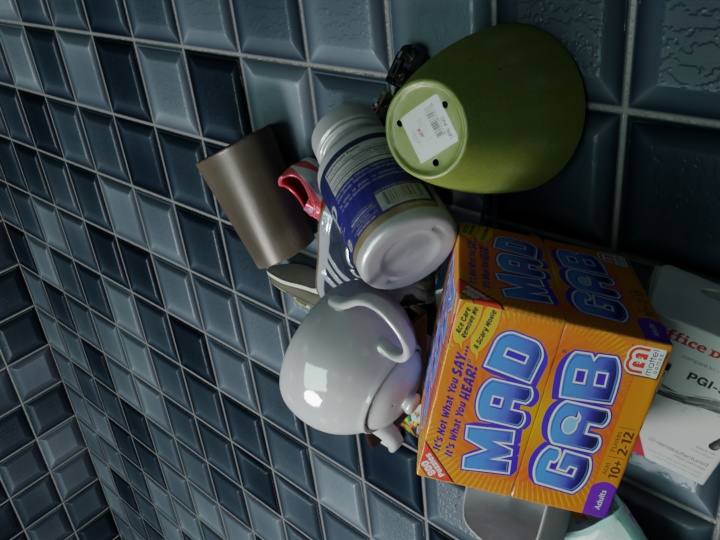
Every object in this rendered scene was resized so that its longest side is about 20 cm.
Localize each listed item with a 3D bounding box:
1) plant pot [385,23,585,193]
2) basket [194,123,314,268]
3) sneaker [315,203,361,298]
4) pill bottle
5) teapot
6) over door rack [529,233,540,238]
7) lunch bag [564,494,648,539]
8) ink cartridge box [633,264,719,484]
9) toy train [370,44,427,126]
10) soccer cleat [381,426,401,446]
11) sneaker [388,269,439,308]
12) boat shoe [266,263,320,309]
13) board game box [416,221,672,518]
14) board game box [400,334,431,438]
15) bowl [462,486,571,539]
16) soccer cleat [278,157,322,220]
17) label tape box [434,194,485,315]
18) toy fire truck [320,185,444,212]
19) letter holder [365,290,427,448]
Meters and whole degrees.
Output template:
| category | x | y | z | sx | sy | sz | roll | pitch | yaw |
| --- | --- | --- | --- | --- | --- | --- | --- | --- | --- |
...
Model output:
| category | x | y | z | sx | sy | sz | roll | pitch | yaw |
| --- | --- | --- | --- | --- | --- | --- | --- | --- | --- |
| plant pot | 0.116 | -0.161 | 0.764 | 0.184 | 0.199 | 0.192 | 12 | 111 | 33 |
| basket | -0.167 | -0.118 | 1.205 | 0.179 | 0.135 | 0.203 | -1 | 119 | 62 |
| sneaker | 0.000 | 0.000 | 0.958 | 0.107 | 0.070 | 0.202 | 30 | 145 | 23 |
| pill bottle | 0.017 | -0.092 | 0.828 | 0.121 | 0.117 | 0.202 | 110 | 143 | -46 |
| teapot | 0.009 | 0.117 | 0.859 | 0.145 | 0.199 | 0.200 | 31 | 100 | 24 |
| over door rack | 0.247 | 0.074 | 0.920 | 0.146 | 0.066 | 0.203 | 29 | 134 | 32 |
| lunch bag | 0.337 | 0.394 | 0.995 | 0.172 | 0.121 | 0.200 | 57 | 148 | 3 |
| ink cartridge box | 0.351 | 0.116 | 0.793 | 0.144 | 0.083 | 0.203 | 23 | 132 | 17 |
| toy train | 0.025 | -0.196 | 0.934 | 0.046 | 0.034 | 0.203 | 35 | 103 | 47 |
| soccer cleat | -0.007 | 0.248 | 1.308 | 0.202 | 0.086 | 0.070 | 54 | 142 | 5 |
| sneaker | 0.071 | 0.002 | 0.987 | 0.073 | 0.200 | 0.083 | -9 | 98 | 11 |
| boat shoe | -0.088 | 0.036 | 1.266 | 0.199 | 0.072 | 0.062 | 17 | 122 | 37 |
| board game box | 0.177 | 0.094 | 0.768 | 0.195 | 0.201 | 0.204 | 12 | 115 | 3 |
| board game box | 0.084 | 0.182 | 1.202 | 0.125 | 0.034 | 0.203 | 30 | 134 | 33 |
| bowl | 0.229 | 0.286 | 0.998 | 0.199 | 0.073 | 0.204 | 3 | 76 | 70 |
| soccer cleat | -0.046 | -0.093 | 1.129 | 0.200 | 0.073 | 0.069 | 46 | 141 | 16 |
| label tape box | 0.135 | 0.021 | 0.938 | 0.062 | 0.145 | 0.204 | -3 | 116 | 14 |
| toy fire truck | 0.029 | -0.138 | 0.998 | 0.198 | 0.111 | 0.172 | 6 | 104 | 45 |
| letter holder | 0.020 | 0.147 | 1.082 | 0.100 | 0.142 | 0.203 | 30 | 144 | 31 |
